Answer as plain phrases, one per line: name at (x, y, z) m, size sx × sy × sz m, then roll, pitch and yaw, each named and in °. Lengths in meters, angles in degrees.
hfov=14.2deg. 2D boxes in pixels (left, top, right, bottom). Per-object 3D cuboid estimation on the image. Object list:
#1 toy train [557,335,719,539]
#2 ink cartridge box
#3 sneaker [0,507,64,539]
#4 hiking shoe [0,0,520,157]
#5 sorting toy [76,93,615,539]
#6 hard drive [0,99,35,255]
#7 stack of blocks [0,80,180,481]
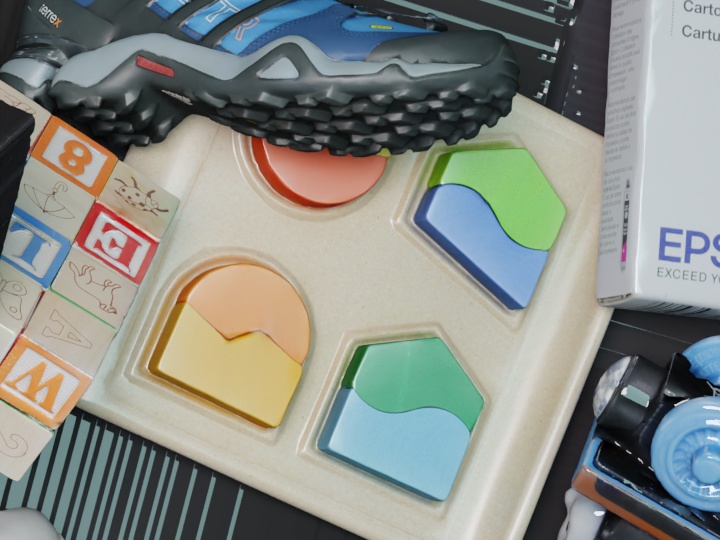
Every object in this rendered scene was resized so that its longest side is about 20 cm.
toy train at (0.166, 0.111, 1.111) m, size 0.199 × 0.087 × 0.115 m, roll 29°, pitch 115°, yaw 0°
ink cartridge box at (0.193, -0.075, 1.156) m, size 0.195 × 0.043 × 0.201 m, roll 6°, pitch 85°, yaw -21°
sneaker at (-0.203, 0.101, 1.037) m, size 0.199 × 0.078 × 0.100 m, roll -9°, pitch 59°, yaw -31°
hiking shoe at (-0.038, -0.093, 1.065) m, size 0.199 × 0.074 × 0.087 m, roll 4°, pitch 76°, yaw 14°
sorting toy at (0.000, 0.000, 1.117) m, size 0.199 × 0.036 × 0.186 m, roll 25°, pitch 80°, yaw -10°
hard drive at (-0.192, 0.009, 0.947) m, size 0.139 × 0.038 × 0.201 m, roll 24°, pitch 122°, yaw 10°
stack of blocks at (-0.173, -0.029, 1.014) m, size 0.200 × 0.059 × 0.115 m, roll 33°, pitch 36°, yaw -8°
